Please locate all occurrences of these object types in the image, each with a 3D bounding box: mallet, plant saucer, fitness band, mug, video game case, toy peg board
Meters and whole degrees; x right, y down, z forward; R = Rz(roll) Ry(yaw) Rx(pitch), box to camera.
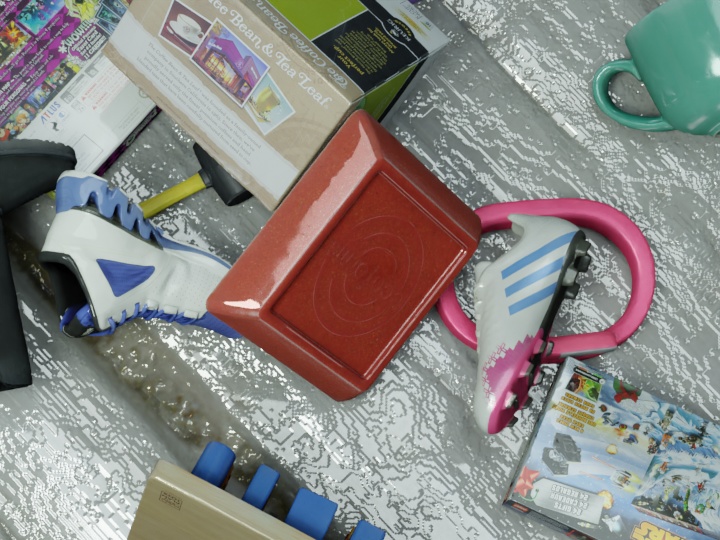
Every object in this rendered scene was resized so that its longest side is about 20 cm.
[{"bbox_3d":[-0.186,-0.062,1.583,0.199,0.041,0.066,-22,80,-8],"label":"mallet"},{"bbox_3d":[0.000,0.000,1.491,0.200,0.200,0.037,-51,46,0],"label":"plant saucer"},{"bbox_3d":[0.160,0.009,1.604,0.199,0.037,0.144,-4,73,-8],"label":"fitness band"},{"bbox_3d":[0.316,-0.180,1.624,0.152,0.185,0.115,-19,79,-36],"label":"mug"},{"bbox_3d":[-0.258,-0.182,1.604,0.181,0.036,0.200,39,74,4],"label":"video game case"},{"bbox_3d":[-0.070,0.206,1.448,0.200,0.199,0.098,27,58,1],"label":"toy peg board"}]

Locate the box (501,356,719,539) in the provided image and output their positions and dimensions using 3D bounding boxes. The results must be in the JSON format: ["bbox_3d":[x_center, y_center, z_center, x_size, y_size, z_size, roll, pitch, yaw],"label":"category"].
[{"bbox_3d":[0.237,0.177,1.563,0.200,0.040,0.137,25,73,1],"label":"box"}]

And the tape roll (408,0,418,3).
[{"bbox_3d":[0.012,-0.340,1.664,0.199,0.066,0.201,1,75,-5],"label":"tape roll"}]

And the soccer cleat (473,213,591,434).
[{"bbox_3d":[0.123,0.042,1.542,0.086,0.070,0.200,20,68,17],"label":"soccer cleat"}]

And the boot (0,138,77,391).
[{"bbox_3d":[-0.287,-0.002,1.480,0.164,0.066,0.201,-3,74,-40],"label":"boot"}]

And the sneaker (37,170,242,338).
[{"bbox_3d":[-0.188,0.019,1.506,0.199,0.080,0.115,35,65,-25],"label":"sneaker"}]

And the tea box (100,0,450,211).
[{"bbox_3d":[-0.068,-0.187,1.533,0.200,0.134,0.197,43,34,7],"label":"tea box"}]
